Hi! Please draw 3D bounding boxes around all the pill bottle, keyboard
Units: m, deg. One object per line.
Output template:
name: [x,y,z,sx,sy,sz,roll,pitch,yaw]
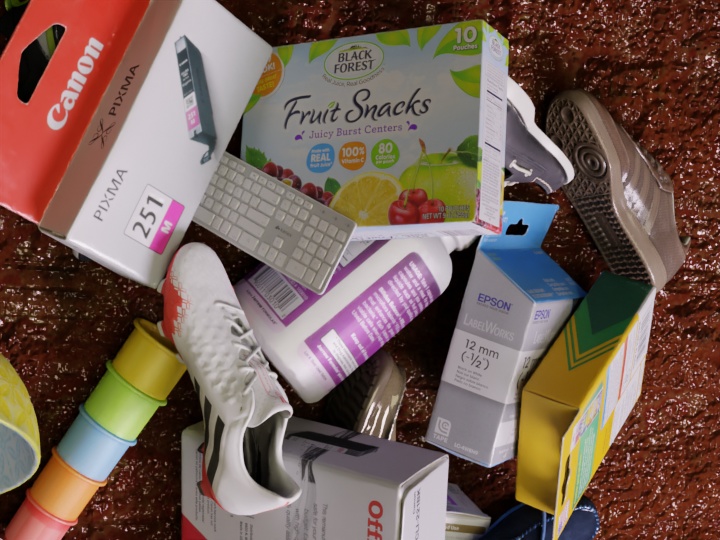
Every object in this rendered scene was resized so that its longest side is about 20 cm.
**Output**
pill bottle: [0.000,0.000,1.046,0.200,0.112,0.113,-40,113,-6]
keyboard: [-0.089,-0.049,0.972,0.057,0.199,0.011,-60,149,-1]

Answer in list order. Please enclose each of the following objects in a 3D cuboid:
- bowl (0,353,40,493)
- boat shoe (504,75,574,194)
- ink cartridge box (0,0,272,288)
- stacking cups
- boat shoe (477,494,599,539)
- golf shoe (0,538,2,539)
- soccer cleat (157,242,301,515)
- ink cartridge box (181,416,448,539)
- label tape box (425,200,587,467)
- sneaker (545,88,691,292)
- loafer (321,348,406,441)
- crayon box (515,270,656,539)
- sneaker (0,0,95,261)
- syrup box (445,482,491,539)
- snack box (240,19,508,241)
bowl: [-0.323,0.081,0.938,0.199,0.200,0.108,10,57,-22]
boat shoe: [0.113,-0.100,1.048,0.060,0.074,0.200,-48,154,2]
ink cartridge box: [-0.167,-0.113,0.922,0.173,0.043,0.201,33,79,-47]
stacking cups: [-0.206,0.134,1.041,0.060,0.061,0.201,33,96,-24]
boat shoe: [0.120,0.257,1.092,0.199,0.069,0.084,-35,114,-11]
golf shoe: [-0.312,0.193,0.974,0.088,0.077,0.201,-27,148,-21]
soccer cleat: [-0.089,0.077,0.956,0.068,0.085,0.202,-14,97,-48]
ink cartridge box: [-0.037,0.199,1.033,0.084,0.199,0.146,-20,116,-57]
label tape box: [0.132,0.048,1.092,0.143,0.066,0.202,-2,111,-63]
sneaker: [0.222,-0.077,1.143,0.075,0.070,0.201,-40,117,-28]
loafer: [0.001,0.159,1.111,0.067,0.076,0.201,12,109,-23]
crayon box: [0.179,0.109,1.094,0.200,0.051,0.126,-49,148,-43]
sneaker: [-0.221,-0.107,0.976,0.082,0.072,0.202,3,110,14]
syrup box: [0.042,0.286,1.151,0.081,0.079,0.202,8,100,-21]
snack box: [0.006,-0.096,0.964,0.053,0.199,0.144,18,72,-58]
